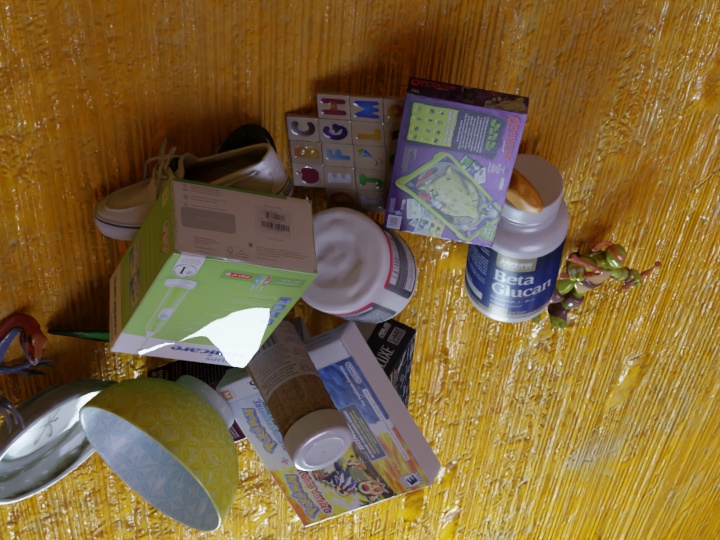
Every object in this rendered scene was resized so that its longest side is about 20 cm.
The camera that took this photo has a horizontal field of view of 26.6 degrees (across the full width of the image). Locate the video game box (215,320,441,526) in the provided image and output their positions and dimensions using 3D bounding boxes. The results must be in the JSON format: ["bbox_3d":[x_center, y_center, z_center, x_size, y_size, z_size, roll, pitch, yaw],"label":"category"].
[{"bbox_3d":[-0.037,0.173,1.682,0.181,0.201,0.047,-22,-163,32],"label":"video game box"}]

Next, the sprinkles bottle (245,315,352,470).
[{"bbox_3d":[-0.077,0.110,1.581,0.068,0.201,0.069,-20,144,-15],"label":"sprinkles bottle"}]

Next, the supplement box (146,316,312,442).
[{"bbox_3d":[-0.138,0.138,1.776,0.198,0.061,0.109,-20,133,9],"label":"supplement box"}]

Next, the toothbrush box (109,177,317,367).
[{"bbox_3d":[-0.146,0.007,1.463,0.144,0.087,0.200,8,146,-23],"label":"toothbrush box"}]

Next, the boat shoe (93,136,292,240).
[{"bbox_3d":[-0.171,-0.088,1.461,0.200,0.075,0.087,-8,133,14],"label":"boat shoe"}]

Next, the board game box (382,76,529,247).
[{"bbox_3d":[0.092,-0.104,1.513,0.119,0.033,0.201,14,141,3],"label":"board game box"}]

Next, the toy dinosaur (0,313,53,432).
[{"bbox_3d":[-0.411,0.118,1.595,0.198,0.105,0.183,15,110,-31],"label":"toy dinosaur"}]

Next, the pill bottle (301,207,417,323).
[{"bbox_3d":[0.000,0.000,1.654,0.110,0.111,0.200,-32,166,9],"label":"pill bottle"}]

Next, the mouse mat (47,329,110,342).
[{"bbox_3d":[-0.219,0.080,1.652,0.160,0.008,0.199,-2,168,45],"label":"mouse mat"}]

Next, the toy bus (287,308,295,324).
[{"bbox_3d":[-0.142,0.019,1.656,0.078,0.065,0.199,-44,143,21],"label":"toy bus"}]

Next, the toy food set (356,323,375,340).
[{"bbox_3d":[-0.028,0.142,1.925,0.143,0.061,0.201,-31,150,-15],"label":"toy food set"}]

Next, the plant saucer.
[{"bbox_3d":[-0.355,0.181,1.718,0.200,0.050,0.201,-38,161,-15],"label":"plant saucer"}]

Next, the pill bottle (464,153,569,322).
[{"bbox_3d":[0.181,-0.039,1.756,0.110,0.112,0.201,-17,146,-13],"label":"pill bottle"}]

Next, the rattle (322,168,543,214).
[{"bbox_3d":[0.067,-0.080,1.601,0.198,0.144,0.130,-16,161,-24],"label":"rattle"}]

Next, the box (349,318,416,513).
[{"bbox_3d":[0.008,0.175,1.826,0.158,0.049,0.201,-57,163,-32],"label":"box"}]

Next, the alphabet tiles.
[{"bbox_3d":[0.025,-0.115,1.542,0.197,0.006,0.167,5,141,7],"label":"alphabet tiles"}]

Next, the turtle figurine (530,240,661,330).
[{"bbox_3d":[0.279,0.009,1.933,0.199,0.065,0.161,1,147,-49],"label":"turtle figurine"}]

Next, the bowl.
[{"bbox_3d":[-0.201,0.182,1.677,0.108,0.199,0.201,-49,157,-28],"label":"bowl"}]

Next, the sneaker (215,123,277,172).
[{"bbox_3d":[-0.106,-0.071,1.567,0.075,0.088,0.202,10,125,14],"label":"sneaker"}]
